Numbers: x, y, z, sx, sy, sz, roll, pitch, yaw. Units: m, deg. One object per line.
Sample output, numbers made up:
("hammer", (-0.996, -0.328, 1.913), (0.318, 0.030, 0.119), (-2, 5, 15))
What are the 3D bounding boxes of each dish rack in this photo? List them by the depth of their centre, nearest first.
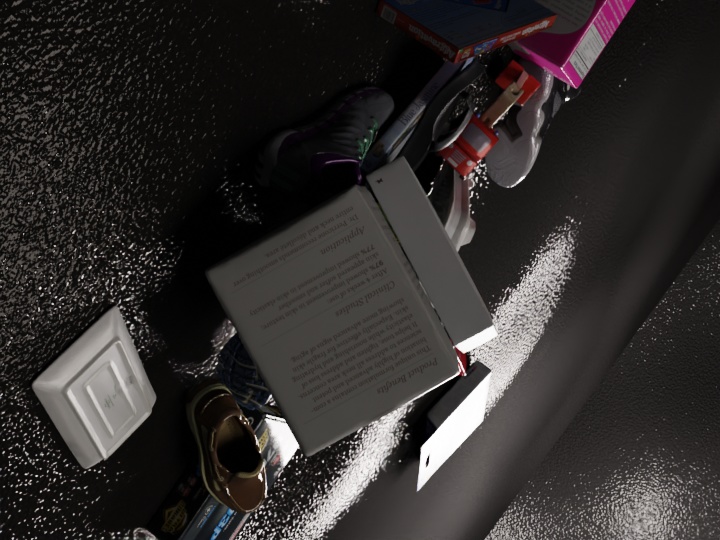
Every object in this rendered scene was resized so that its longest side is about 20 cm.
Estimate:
("dish rack", (0.099, -0.040, 1.538), (0.200, 0.043, 0.172), (-83, -166, -62))

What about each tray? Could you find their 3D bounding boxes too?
("tray", (-0.248, 0.122, 1.210), (0.107, 0.022, 0.200), (-47, 157, -22))

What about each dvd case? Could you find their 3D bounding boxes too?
("dvd case", (0.055, -0.159, 1.382), (0.200, 0.018, 0.143), (-50, 176, -13))

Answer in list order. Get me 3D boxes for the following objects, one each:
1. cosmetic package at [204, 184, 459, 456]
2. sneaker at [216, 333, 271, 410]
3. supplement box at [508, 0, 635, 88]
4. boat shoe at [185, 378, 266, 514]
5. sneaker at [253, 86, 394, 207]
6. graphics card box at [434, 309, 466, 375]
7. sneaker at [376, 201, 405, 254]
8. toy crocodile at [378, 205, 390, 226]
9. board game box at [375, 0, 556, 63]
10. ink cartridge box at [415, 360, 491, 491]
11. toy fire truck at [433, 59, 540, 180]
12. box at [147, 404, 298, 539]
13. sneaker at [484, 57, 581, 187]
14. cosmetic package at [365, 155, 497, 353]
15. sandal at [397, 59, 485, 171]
("cosmetic package", (-0.022, 0.043, 1.209), (0.167, 0.200, 0.166), (-28, -179, 4))
("sneaker", (-0.096, 0.069, 1.381), (0.085, 0.077, 0.200), (-33, 150, -52))
("supplement box", (0.267, -0.338, 1.505), (0.200, 0.101, 0.103), (-56, 159, 4))
("boat shoe", (-0.144, 0.218, 1.417), (0.075, 0.075, 0.203), (-36, 134, -19))
("sneaker", (-0.015, -0.118, 1.258), (0.200, 0.087, 0.075), (-36, 151, -39))
("graphics card box", (0.022, 0.090, 1.503), (0.126, 0.199, 0.051), (60, 29, -66))
("sneaker", (0.000, 0.000, 1.453), (0.200, 0.085, 0.075), (-48, 164, -18))
("toy crocodile", (-0.002, 0.001, 1.370), (0.062, 0.067, 0.200), (-31, -152, 45))
("board game box", (0.113, -0.265, 1.289), (0.200, 0.103, 0.019), (-28, 149, -48))
("ink cartridge box", (0.155, 0.281, 2.245), (0.200, 0.043, 0.197), (-42, 156, -25))
("toy fire truck", (0.154, -0.183, 1.489), (0.141, 0.049, 0.200), (-47, -177, 11))
("box", (-0.160, 0.257, 1.552), (0.200, 0.046, 0.159), (-55, 157, -1))
("sneaker", (0.235, -0.206, 1.660), (0.114, 0.075, 0.200), (-32, 147, -41))
("cosmetic package", (0.079, -0.013, 1.335), (0.052, 0.200, 0.151), (-28, 171, 6))
("sandal", (0.092, -0.158, 1.367), (0.076, 0.043, 0.200), (-47, 174, -38))
